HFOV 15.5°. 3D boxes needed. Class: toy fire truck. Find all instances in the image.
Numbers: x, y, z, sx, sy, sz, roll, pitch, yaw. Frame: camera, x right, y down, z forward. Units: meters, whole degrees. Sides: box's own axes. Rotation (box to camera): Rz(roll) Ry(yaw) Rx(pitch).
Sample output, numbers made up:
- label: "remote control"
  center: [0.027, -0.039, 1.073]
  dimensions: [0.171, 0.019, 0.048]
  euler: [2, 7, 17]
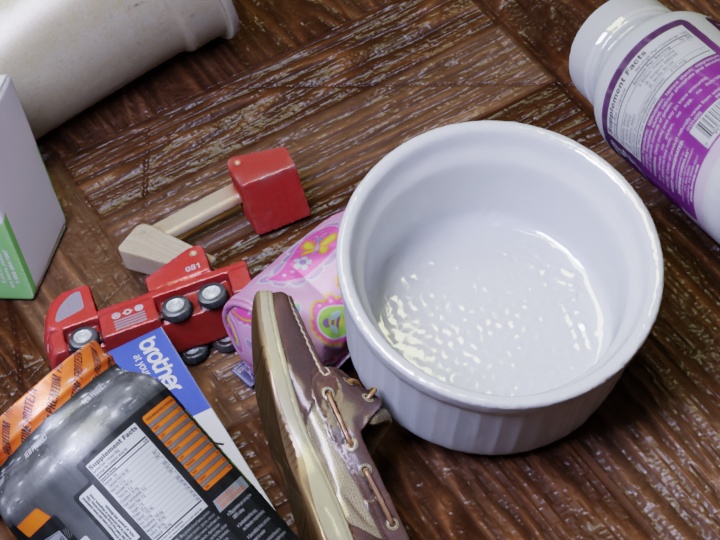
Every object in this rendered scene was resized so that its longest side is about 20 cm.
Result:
- label: "toy fire truck"
  center: [-0.124, 0.000, 1.803]
  dimensions: [0.199, 0.049, 0.141]
  euler: [-19, 41, -2]

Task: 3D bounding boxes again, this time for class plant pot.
- label: "plant pot"
  center: [-0.222, -0.199, 1.963]
  dimensions: [0.183, 0.201, 0.200]
  euler: [-39, 45, -10]

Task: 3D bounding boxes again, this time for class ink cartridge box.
- label: "ink cartridge box"
  center: [-0.126, 0.126, 1.668]
  dimensions: [0.094, 0.044, 0.200]
  euler: [-26, 43, -11]
- label: "ink cartridge box"
  center: [-0.327, -0.058, 1.858]
  dimensions: [0.199, 0.146, 0.084]
  euler: [0, 45, 18]

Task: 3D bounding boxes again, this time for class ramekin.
- label: "ramekin"
  center: [0.082, 0.016, 1.641]
  dimensions: [0.200, 0.098, 0.201]
  euler: [2, 61, -4]

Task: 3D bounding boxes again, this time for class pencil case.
- label: "pencil case"
  center: [0.000, 0.000, 1.743]
  dimensions: [0.087, 0.088, 0.200]
  euler: [28, 58, 38]

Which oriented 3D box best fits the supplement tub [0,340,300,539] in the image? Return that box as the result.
- label: "supplement tub"
  center: [-0.122, 0.146, 1.520]
  dimensions: [0.122, 0.123, 0.200]
  euler: [-41, 88, -25]

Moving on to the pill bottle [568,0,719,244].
- label: "pill bottle"
  center: [0.225, -0.103, 1.758]
  dimensions: [0.112, 0.113, 0.200]
  euler: [-28, 43, -13]

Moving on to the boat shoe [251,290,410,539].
- label: "boat shoe"
  center: [-0.016, 0.099, 1.622]
  dimensions: [0.072, 0.072, 0.201]
  euler: [-12, 61, -13]
